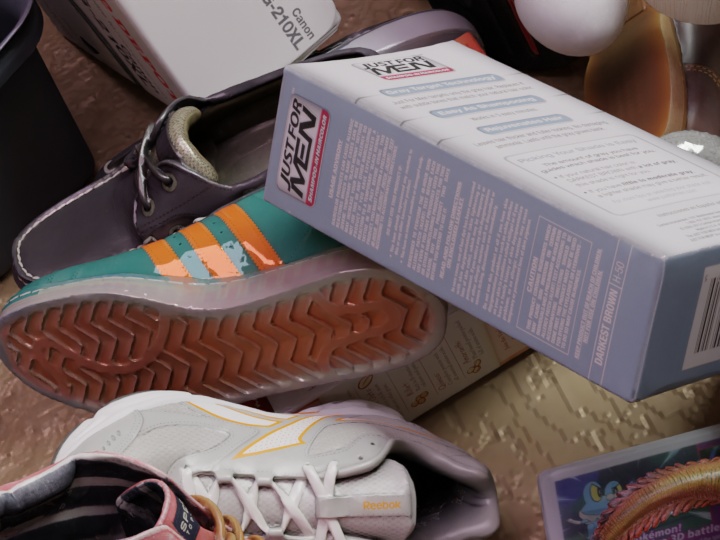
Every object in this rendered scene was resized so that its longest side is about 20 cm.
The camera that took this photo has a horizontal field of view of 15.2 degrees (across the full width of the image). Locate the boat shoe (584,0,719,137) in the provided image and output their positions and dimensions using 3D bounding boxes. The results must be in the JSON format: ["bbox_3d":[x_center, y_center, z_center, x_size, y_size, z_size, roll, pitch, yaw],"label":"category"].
[{"bbox_3d":[0.137,-0.120,1.211,0.070,0.070,0.201,-24,56,45],"label":"boat shoe"}]

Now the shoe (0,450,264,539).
[{"bbox_3d":[-0.056,0.117,0.991,0.199,0.091,0.072,-5,34,-14],"label":"shoe"}]

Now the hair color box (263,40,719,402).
[{"bbox_3d":[0.067,-0.024,1.039,0.099,0.061,0.200,-12,32,-43],"label":"hair color box"}]

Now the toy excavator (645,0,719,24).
[{"bbox_3d":[0.157,-0.222,1.163,0.194,0.100,0.200,-33,62,-13],"label":"toy excavator"}]

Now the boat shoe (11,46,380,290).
[{"bbox_3d":[-0.068,-0.044,1.177,0.199,0.065,0.072,-22,52,9],"label":"boat shoe"}]

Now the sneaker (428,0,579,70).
[{"bbox_3d":[0.050,-0.171,1.286,0.087,0.074,0.200,-42,53,-12],"label":"sneaker"}]

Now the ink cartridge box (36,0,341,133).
[{"bbox_3d":[-0.114,-0.165,1.262,0.084,0.145,0.200,-42,32,-9],"label":"ink cartridge box"}]

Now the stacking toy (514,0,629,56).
[{"bbox_3d":[0.062,-0.172,1.184,0.146,0.146,0.201,-29,64,1],"label":"stacking toy"}]

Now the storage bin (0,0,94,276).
[{"bbox_3d":[-0.229,-0.080,1.293,0.199,0.135,0.146,29,71,35],"label":"storage bin"}]

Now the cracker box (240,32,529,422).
[{"bbox_3d":[0.000,0.000,1.197,0.199,0.058,0.134,-32,51,-1],"label":"cracker box"}]

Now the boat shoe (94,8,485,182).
[{"bbox_3d":[-0.038,-0.070,1.255,0.199,0.069,0.057,-31,51,2],"label":"boat shoe"}]

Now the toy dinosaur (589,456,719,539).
[{"bbox_3d":[0.206,0.049,1.019,0.199,0.181,0.106,-21,72,36],"label":"toy dinosaur"}]

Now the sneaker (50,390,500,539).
[{"bbox_3d":[-0.029,0.086,1.065,0.092,0.199,0.076,7,100,50],"label":"sneaker"}]

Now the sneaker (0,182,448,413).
[{"bbox_3d":[-0.054,0.008,1.136,0.199,0.072,0.080,-7,36,15],"label":"sneaker"}]

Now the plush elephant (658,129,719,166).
[{"bbox_3d":[0.188,-0.032,1.078,0.154,0.200,0.165,-31,23,5],"label":"plush elephant"}]

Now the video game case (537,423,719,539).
[{"bbox_3d":[0.177,0.135,1.059,0.199,0.023,0.183,-16,53,12],"label":"video game case"}]
